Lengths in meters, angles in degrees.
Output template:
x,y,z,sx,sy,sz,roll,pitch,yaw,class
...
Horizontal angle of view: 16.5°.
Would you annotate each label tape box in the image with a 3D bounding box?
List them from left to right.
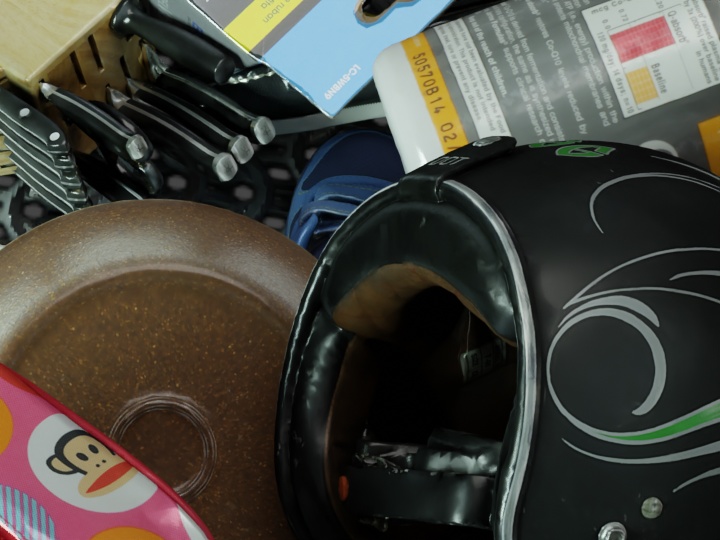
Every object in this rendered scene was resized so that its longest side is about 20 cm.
x,y,z,sx,sy,sz,roll,pitch,yaw,class
-0.040,-0.163,1.103,0.200,0.063,0.144,42,71,12,label tape box

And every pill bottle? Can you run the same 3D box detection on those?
x,y,z,sx,sy,sz,roll,pitch,yaw,class
0.113,-0.068,1.016,0.199,0.117,0.117,-20,52,2,pill bottle

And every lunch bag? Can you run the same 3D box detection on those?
x,y,z,sx,sy,sz,roll,pitch,yaw,class
-0.135,0.118,0.858,0.176,0.201,0.082,36,50,22,lunch bag

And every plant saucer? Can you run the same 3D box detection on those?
x,y,z,sx,sy,sz,roll,pitch,yaw,class
-0.077,0.070,0.951,0.199,0.037,0.202,1,83,-9,plant saucer

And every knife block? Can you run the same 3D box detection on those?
x,y,z,sx,sy,sz,roll,pitch,yaw,class
-0.128,-0.103,1.112,0.175,0.064,0.201,-8,49,5,knife block

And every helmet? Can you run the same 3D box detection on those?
x,y,z,sx,sy,sz,roll,pitch,yaw,class
0.086,0.054,0.907,0.190,0.200,0.201,8,44,-36,helmet

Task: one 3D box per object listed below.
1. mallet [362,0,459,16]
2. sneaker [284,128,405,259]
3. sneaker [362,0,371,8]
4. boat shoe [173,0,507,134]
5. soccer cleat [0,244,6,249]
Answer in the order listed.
x,y,z,sx,sy,sz,roll,pitch,yaw,class
-0.031,-0.139,1.220,0.199,0.041,0.066,25,51,14,mallet
0.000,0.000,1.072,0.074,0.082,0.201,10,44,-2,sneaker
-0.087,-0.166,1.187,0.199,0.075,0.087,5,50,-3,sneaker
-0.002,-0.097,1.138,0.199,0.061,0.076,-5,15,1,boat shoe
-0.108,0.036,1.021,0.199,0.069,0.078,27,66,15,soccer cleat
